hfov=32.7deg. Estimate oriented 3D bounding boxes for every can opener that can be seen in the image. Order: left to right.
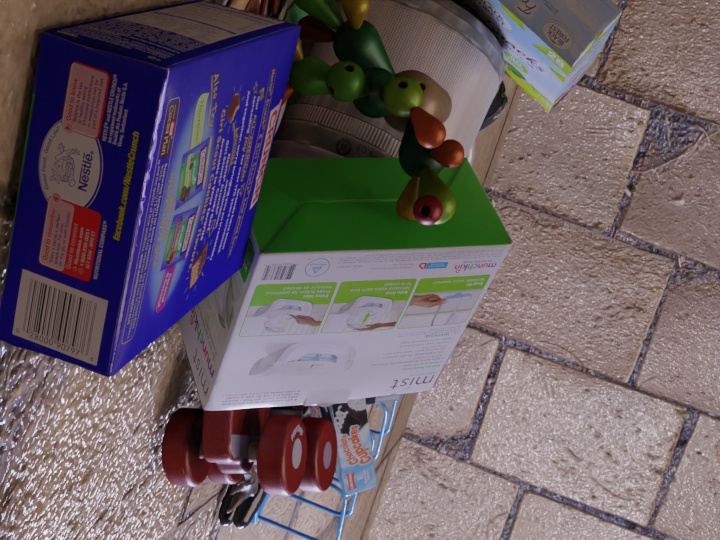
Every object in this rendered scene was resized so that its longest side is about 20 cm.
[{"bbox_3d":[-0.104,0.193,1.364,0.063,0.078,0.201,-4,-125,57],"label":"can opener"}]

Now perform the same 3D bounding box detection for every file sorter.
[{"bbox_3d":[-0.043,0.216,1.517,0.139,0.122,0.201,101,13,-46],"label":"file sorter"}]

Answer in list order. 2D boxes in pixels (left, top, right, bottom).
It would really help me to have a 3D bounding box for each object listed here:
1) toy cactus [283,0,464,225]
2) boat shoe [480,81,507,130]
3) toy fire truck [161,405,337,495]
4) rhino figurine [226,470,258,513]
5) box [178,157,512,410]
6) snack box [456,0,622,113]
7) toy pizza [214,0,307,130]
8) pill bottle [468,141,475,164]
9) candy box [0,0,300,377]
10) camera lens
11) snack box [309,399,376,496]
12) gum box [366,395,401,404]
[{"bbox_3d":[0.017,-0.113,0.861,0.102,0.200,0.165,-46,163,20],"label":"toy cactus"},{"bbox_3d":[0.045,-0.132,1.157,0.072,0.199,0.068,69,10,20],"label":"boat shoe"},{"bbox_3d":[-0.089,0.106,1.078,0.200,0.111,0.170,25,68,-72],"label":"toy fire truck"},{"bbox_3d":[-0.099,0.149,1.244,0.202,0.059,0.087,-68,154,-7],"label":"rhino figurine"},{"bbox_3d":[-0.016,0.012,0.915,0.177,0.198,0.097,113,-36,-44],"label":"box"},{"bbox_3d":[0.129,-0.229,1.049,0.068,0.169,0.200,-47,175,-1],"label":"snack box"},{"bbox_3d":[-0.078,-0.132,0.882,0.200,0.031,0.202,20,90,-80],"label":"toy pizza"},{"bbox_3d":[0.056,-0.138,1.312,0.200,0.115,0.117,-103,-148,-81],"label":"pill bottle"},{"bbox_3d":[-0.114,-0.058,0.697,0.200,0.076,0.171,-44,151,-67],"label":"candy box"},{"bbox_3d":[0.020,-0.132,1.038,0.160,0.159,0.201,72,42,-75],"label":"camera lens"},{"bbox_3d":[-0.027,0.103,1.166,0.116,0.037,0.201,-119,-163,-50],"label":"snack box"},{"bbox_3d":[0.000,0.000,1.196,0.200,0.044,0.171,-121,-148,-50],"label":"gum box"}]
